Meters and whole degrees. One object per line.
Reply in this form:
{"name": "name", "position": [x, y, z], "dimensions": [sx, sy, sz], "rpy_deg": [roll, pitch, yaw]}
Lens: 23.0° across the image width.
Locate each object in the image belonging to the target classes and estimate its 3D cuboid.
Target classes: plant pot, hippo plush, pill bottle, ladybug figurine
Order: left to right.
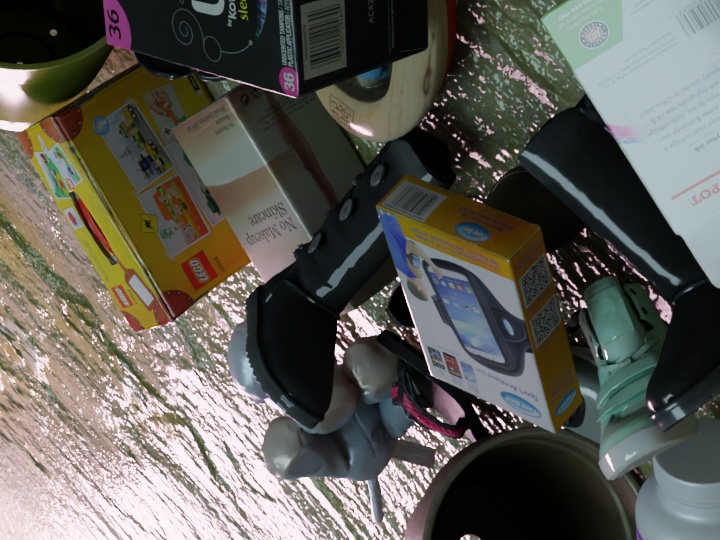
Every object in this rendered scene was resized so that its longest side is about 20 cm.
{"name": "plant pot", "position": [-0.293, -0.219, 1.537], "dimensions": [0.200, 0.200, 0.193], "rpy_deg": [47, 158, 9]}
{"name": "hippo plush", "position": [-0.025, 0.093, 1.546], "dimensions": [0.200, 0.159, 0.161], "rpy_deg": [29, -163, -52]}
{"name": "ladybug figurine", "position": [0.016, -0.181, 1.278], "dimensions": [0.136, 0.072, 0.201], "rpy_deg": [37, 142, 24]}
{"name": "plant pot", "position": [0.118, 0.228, 1.441], "dimensions": [0.200, 0.200, 0.173], "rpy_deg": [56, 163, -4]}
{"name": "pill bottle", "position": [0.255, 0.208, 1.305], "dimensions": [0.104, 0.104, 0.201], "rpy_deg": [22, 135, 38]}

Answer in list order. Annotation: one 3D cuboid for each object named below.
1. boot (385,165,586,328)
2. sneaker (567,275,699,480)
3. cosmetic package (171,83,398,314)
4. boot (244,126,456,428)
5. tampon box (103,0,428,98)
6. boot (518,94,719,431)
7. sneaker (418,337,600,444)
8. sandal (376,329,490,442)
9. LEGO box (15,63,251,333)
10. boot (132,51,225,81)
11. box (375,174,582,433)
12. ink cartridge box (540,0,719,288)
{"name": "boot", "position": [0.095, -0.011, 1.303], "dimensions": [0.075, 0.097, 0.200], "rpy_deg": [44, 149, -12]}
{"name": "sneaker", "position": [0.178, 0.069, 1.219], "dimensions": [0.074, 0.200, 0.119], "rpy_deg": [-30, 90, 16]}
{"name": "cosmetic package", "position": [-0.054, -0.062, 1.455], "dimensions": [0.103, 0.087, 0.201], "rpy_deg": [-24, 101, 54]}
{"name": "boot", "position": [0.000, -0.001, 1.318], "dimensions": [0.066, 0.200, 0.165], "rpy_deg": [34, -160, -32]}
{"name": "tampon box", "position": [-0.069, -0.218, 1.179], "dimensions": [0.199, 0.126, 0.151], "rpy_deg": [19, 121, 40]}
{"name": "boot", "position": [0.178, -0.014, 1.140], "dimensions": [0.200, 0.165, 0.066], "rpy_deg": [50, 138, 5]}
{"name": "sneaker", "position": [0.131, 0.086, 1.371], "dimensions": [0.200, 0.079, 0.074], "rpy_deg": [32, 139, 27]}
{"name": "sandal", "position": [0.058, 0.110, 1.432], "dimensions": [0.075, 0.045, 0.200], "rpy_deg": [40, 173, 35]}
{"name": "LEGO box", "position": [-0.178, -0.072, 1.540], "dimensions": [0.077, 0.149, 0.201], "rpy_deg": [-16, 107, 54]}
{"name": "boot", "position": [-0.134, -0.199, 1.390], "dimensions": [0.199, 0.132, 0.070], "rpy_deg": [5, 124, 48]}
{"name": "box", "position": [0.087, 0.033, 1.238], "dimensions": [0.119, 0.041, 0.201], "rpy_deg": [24, 145, 37]}
{"name": "ink cartridge box", "position": [0.215, -0.104, 1.075], "dimensions": [0.117, 0.067, 0.201], "rpy_deg": [-30, 95, 27]}
